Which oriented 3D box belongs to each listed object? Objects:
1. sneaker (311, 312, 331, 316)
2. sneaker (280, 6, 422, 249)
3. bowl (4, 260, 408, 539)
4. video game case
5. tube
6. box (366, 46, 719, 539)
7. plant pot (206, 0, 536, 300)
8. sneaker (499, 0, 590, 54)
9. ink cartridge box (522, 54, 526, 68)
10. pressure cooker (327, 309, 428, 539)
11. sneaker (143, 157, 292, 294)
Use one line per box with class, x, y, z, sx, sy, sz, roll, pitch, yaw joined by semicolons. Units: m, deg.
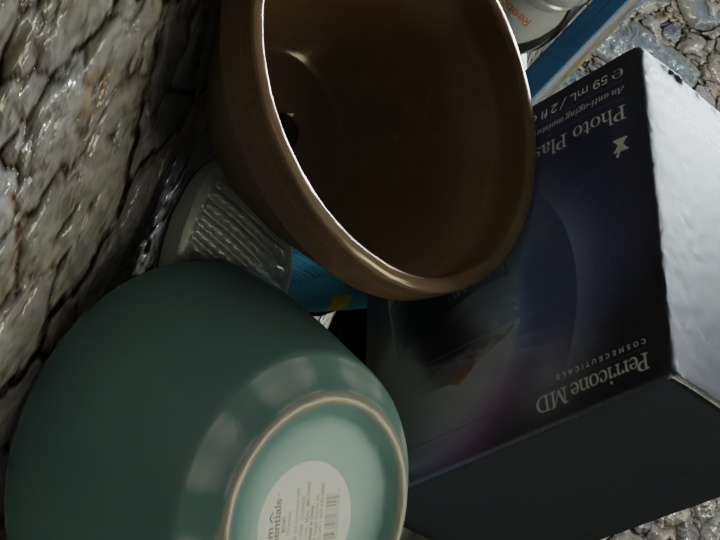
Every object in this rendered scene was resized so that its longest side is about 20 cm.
sneaker;-0.009;-0.063;1.051;0.076;0.076;0.201;87;25;-70
sneaker;-0.023;-0.104;0.887;0.201;0.075;0.116;-58;-179;17
bowl;-0.052;0.101;0.723;0.200;0.104;0.203;-10;105;-43
video game case;0.138;-0.144;1.036;0.143;0.018;0.200;-46;177;11
tube;0.000;0.000;0.930;0.199;0.077;0.051;-7;107;-41
box;0.109;0.026;0.819;0.199;0.123;0.200;-29;-134;36
plant pot;-0.008;-0.079;0.756;0.092;0.201;0.202;-17;-147;41
sneaker;0.116;-0.188;0.988;0.080;0.074;0.200;-47;177;32
ink cartridge box;0.088;-0.133;1.202;0.160;0.047;0.202;17;69;-66
pressure cooker;0.042;0.113;1.056;0.201;0.177;0.177;112;2;-54
sneaker;-0.090;0.038;0.802;0.078;0.079;0.202;3;98;-38
